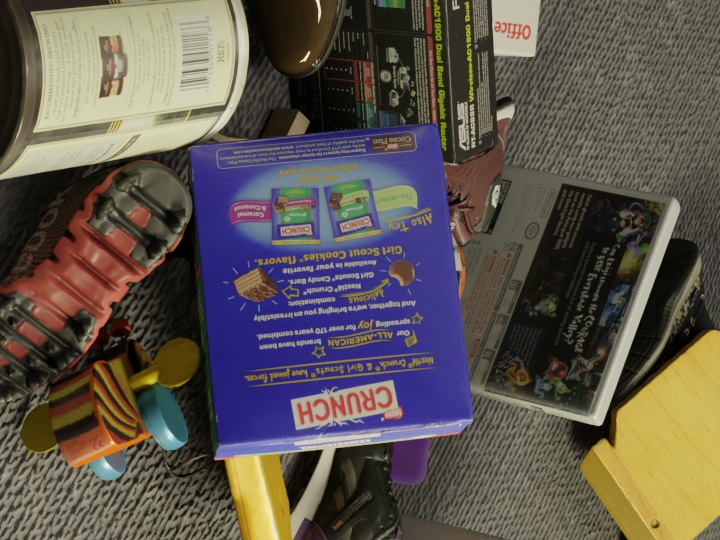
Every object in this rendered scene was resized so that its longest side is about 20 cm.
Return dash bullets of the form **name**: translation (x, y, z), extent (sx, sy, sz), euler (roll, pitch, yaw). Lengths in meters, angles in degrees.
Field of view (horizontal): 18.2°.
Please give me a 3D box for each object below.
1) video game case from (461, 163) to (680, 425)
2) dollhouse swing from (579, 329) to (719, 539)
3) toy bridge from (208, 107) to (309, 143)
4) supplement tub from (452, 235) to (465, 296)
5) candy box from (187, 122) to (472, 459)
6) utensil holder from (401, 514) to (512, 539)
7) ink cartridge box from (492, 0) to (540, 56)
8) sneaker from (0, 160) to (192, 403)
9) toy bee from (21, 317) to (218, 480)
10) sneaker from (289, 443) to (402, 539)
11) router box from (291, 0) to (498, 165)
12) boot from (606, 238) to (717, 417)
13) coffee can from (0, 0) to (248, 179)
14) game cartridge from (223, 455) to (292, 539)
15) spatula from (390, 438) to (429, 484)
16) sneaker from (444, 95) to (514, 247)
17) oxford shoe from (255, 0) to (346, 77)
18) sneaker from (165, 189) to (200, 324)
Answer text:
- **video game case**: translation (0.148, 0.015, 1.844), extent (0.023, 0.181, 0.201), euler (47, 60, -55)
- **dollhouse swing**: translation (0.298, 0.166, 2.132), extent (0.200, 0.176, 0.182), euler (-39, 100, -16)
- **toy bridge**: translation (-0.108, -0.132, 1.602), extent (0.200, 0.027, 0.067), euler (44, 64, -48)
- **supplement tub**: translation (0.000, 0.000, 1.678), extent (0.200, 0.122, 0.123), euler (3, 96, -66)
- **candy box**: translation (-0.023, 0.015, 1.470), extent (0.077, 0.168, 0.201), euler (103, -18, -77)
- **utensil holder**: translation (0.070, 0.286, 1.788), extent (0.170, 0.199, 0.171), euler (-14, 109, -50)
- **ink cartridge box**: translation (0.078, -0.271, 1.770), extent (0.146, 0.084, 0.201), euler (-4, 100, -53)
- **sneaker**: translation (-0.193, 0.004, 1.470), extent (0.071, 0.098, 0.200), euler (42, 91, -21)
- **toy bee**: translation (-0.170, 0.086, 1.521), extent (0.200, 0.131, 0.109), euler (100, -33, -74)
- **sneaker**: translation (0.004, 0.180, 1.758), extent (0.201, 0.087, 0.076), euler (-64, 160, -17)
- **router box**: translation (0.021, -0.186, 1.659), extent (0.062, 0.149, 0.201), euler (-25, 117, -48)
- **boot**: translation (0.282, 0.090, 2.133), extent (0.204, 0.073, 0.154), euler (-56, 140, -27)
- **coffee can**: translation (-0.188, -0.135, 1.398), extent (0.200, 0.146, 0.147), euler (-14, 109, -51)
- **game cartridge**: translation (-0.080, 0.131, 1.613), extent (0.176, 0.032, 0.201), euler (-100, 178, -64)
- **spatula**: translation (0.035, 0.073, 1.834), extent (0.021, 0.056, 0.201), euler (145, -49, -82)
- **sneaker**: translation (0.064, -0.065, 1.809), extent (0.200, 0.075, 0.116), euler (-28, 122, -48)
- **oxford shoe**: translation (-0.053, -0.230, 1.597), extent (0.084, 0.072, 0.201), euler (-42, 139, -60)
- **sneaker**: translation (-0.071, 0.021, 1.547), extent (0.090, 0.200, 0.067), euler (-40, 164, -11)
